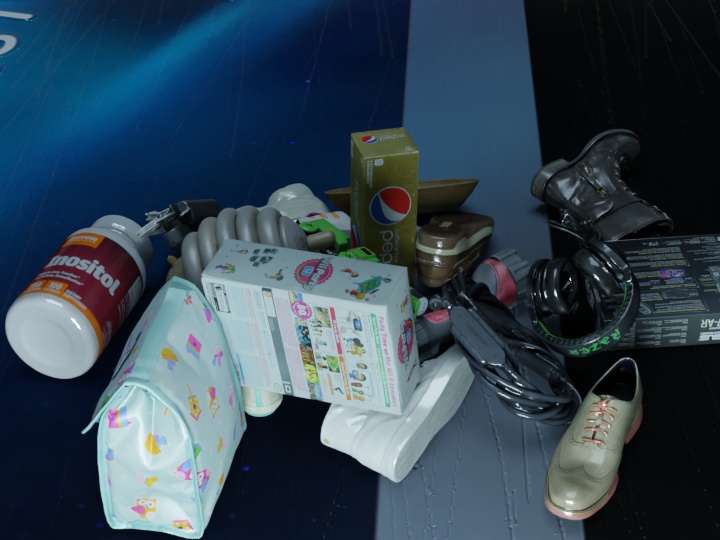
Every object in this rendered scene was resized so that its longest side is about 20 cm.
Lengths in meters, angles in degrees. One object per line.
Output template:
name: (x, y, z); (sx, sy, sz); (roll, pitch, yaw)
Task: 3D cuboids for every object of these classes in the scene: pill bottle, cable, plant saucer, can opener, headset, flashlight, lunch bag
pill bottle: (-0.319, 0.023, 1.498); (0.112, 0.114, 0.201); (6, 36, 14)
cable: (0.156, 0.088, 1.358); (0.200, 0.051, 0.163); (46, 16, 9)
plant saucer: (0.054, -0.091, 1.639); (0.198, 0.036, 0.200); (-4, 6, 0)
can opener: (-0.219, -0.054, 1.598); (0.052, 0.067, 0.200); (-30, 1, 14)
headset: (0.250, 0.013, 1.446); (0.123, 0.094, 0.201); (-24, 48, 21)
flashlight: (0.107, 0.041, 1.469); (0.199, 0.069, 0.068); (-25, 27, -27)
lunch bag: (-0.189, 0.130, 1.253); (0.121, 0.201, 0.171); (3, 36, 10)

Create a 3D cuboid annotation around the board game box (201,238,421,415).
board game box: (-0.047, 0.057, 1.287); (0.198, 0.148, 0.064); (10, 43, 21)

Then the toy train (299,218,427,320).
toy train: (0.000, 0.000, 1.453); (0.056, 0.042, 0.200); (-12, 39, -43)

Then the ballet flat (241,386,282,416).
ballet flat: (-0.114, 0.080, 1.439); (0.067, 0.063, 0.201); (-8, 34, -6)

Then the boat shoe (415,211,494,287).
boat shoe: (0.109, -0.024, 1.560); (0.074, 0.076, 0.202); (11, 14, 22)

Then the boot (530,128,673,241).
boot: (0.335, -0.094, 1.656); (0.199, 0.070, 0.174); (-28, 47, -25)

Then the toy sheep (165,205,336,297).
toy sheep: (-0.121, -0.009, 1.399); (0.198, 0.139, 0.138); (-22, 34, 8)

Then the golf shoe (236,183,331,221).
golf shoe: (-0.114, -0.041, 1.608); (0.199, 0.076, 0.091); (-33, 50, -31)

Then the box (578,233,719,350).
box: (0.364, 0.021, 1.490); (0.198, 0.044, 0.161); (-4, 35, 0)

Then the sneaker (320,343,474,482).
sneaker: (0.039, 0.125, 1.349); (0.115, 0.074, 0.200); (20, 42, 26)

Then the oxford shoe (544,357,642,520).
oxford shoe: (0.230, 0.162, 1.274); (0.070, 0.075, 0.200); (13, 38, 20)

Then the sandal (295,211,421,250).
sandal: (-0.018, -0.035, 1.588); (0.205, 0.080, 0.059); (-2, 34, -14)

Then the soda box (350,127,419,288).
soda box: (0.027, -0.061, 1.505); (0.067, 0.202, 0.064); (-8, 34, -13)
